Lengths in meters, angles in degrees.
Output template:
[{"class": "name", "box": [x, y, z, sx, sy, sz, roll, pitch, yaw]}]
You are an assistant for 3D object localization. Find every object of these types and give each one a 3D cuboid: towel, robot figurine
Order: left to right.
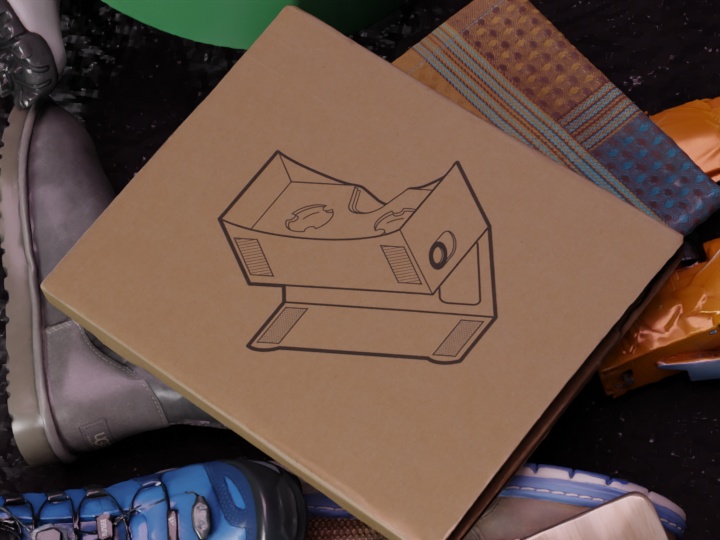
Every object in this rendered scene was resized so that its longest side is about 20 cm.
[{"class": "towel", "box": [0.027, -0.014, 1.074, 0.200, 0.022, 0.147, -38, 64, -11]}, {"class": "robot figurine", "box": [0.177, -0.029, 1.096, 0.199, 0.058, 0.146, -20, 65, 3]}]

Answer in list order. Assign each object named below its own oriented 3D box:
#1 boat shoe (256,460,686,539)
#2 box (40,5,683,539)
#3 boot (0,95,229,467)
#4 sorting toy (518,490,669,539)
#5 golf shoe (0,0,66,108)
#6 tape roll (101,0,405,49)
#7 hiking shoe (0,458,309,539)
[{"class": "boat shoe", "box": [0.031, 0.118, 1.061, 0.199, 0.072, 0.073, -2, 71, 21]}, {"class": "box", "box": [0.000, 0.000, 1.046, 0.199, 0.021, 0.164, 32, 71, 23]}, {"class": "boot", "box": [-0.048, -0.004, 1.122, 0.199, 0.073, 0.183, -11, 69, 9]}, {"class": "sorting toy", "box": [0.054, 0.211, 0.974, 0.198, 0.070, 0.201, -23, 86, 0]}, {"class": "golf shoe", "box": [-0.144, -0.154, 1.184, 0.094, 0.078, 0.201, -13, 48, -10]}, {"class": "tape roll", "box": [-0.055, -0.186, 1.165, 0.199, 0.048, 0.201, 9, 51, -11]}, {"class": "hiking shoe", "box": [-0.114, 0.119, 1.044, 0.199, 0.087, 0.075, -19, 70, 26]}]
